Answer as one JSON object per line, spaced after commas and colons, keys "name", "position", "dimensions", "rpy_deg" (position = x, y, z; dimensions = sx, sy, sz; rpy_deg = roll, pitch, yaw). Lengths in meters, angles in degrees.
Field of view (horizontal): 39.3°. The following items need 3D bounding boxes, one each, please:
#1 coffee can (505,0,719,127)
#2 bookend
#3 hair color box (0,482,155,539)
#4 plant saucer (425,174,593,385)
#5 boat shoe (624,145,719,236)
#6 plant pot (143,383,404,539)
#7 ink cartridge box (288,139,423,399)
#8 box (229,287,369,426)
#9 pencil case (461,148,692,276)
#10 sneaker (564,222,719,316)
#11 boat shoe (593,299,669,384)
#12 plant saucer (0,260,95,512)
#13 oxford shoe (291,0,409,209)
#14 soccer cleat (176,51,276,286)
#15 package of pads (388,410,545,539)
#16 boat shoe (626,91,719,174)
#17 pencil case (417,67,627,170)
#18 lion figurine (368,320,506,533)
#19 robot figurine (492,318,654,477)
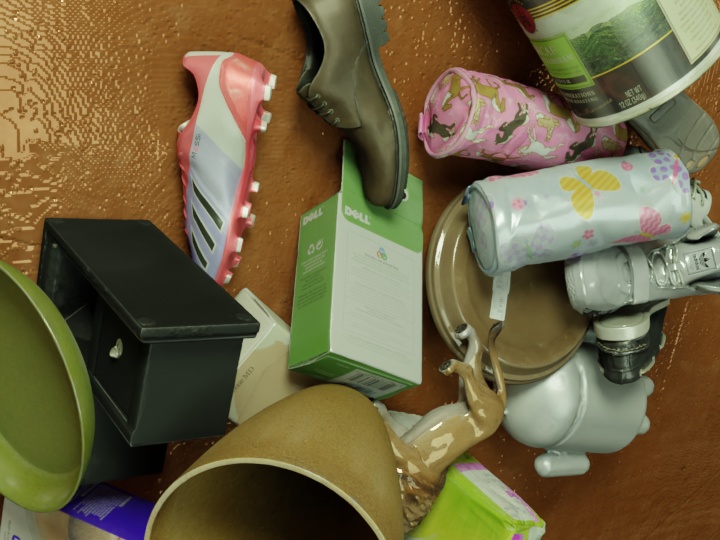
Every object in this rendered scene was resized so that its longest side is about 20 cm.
{"name": "coffee can", "position": [0.190, -0.242, 0.822], "dimensions": [0.146, 0.146, 0.201], "rpy_deg": [-40, 110, -6]}
{"name": "bookend", "position": [-0.177, 0.088, 0.762], "dimensions": [0.091, 0.198, 0.203], "rpy_deg": [-1, 114, -36]}
{"name": "hair color box", "position": [-0.203, 0.248, 0.837], "dimensions": [0.197, 0.065, 0.111], "rpy_deg": [18, 109, 12]}
{"name": "plant saucer", "position": [0.153, 0.008, 0.965], "dimensions": [0.197, 0.029, 0.204], "rpy_deg": [2, 85, -26]}
{"name": "boat shoe", "position": [0.329, -0.071, 1.046], "dimensions": [0.066, 0.074, 0.200], "rpy_deg": [-22, 142, 22]}
{"name": "plant pot", "position": [-0.043, 0.174, 0.774], "dimensions": [0.183, 0.200, 0.189], "rpy_deg": [4, 112, 11]}
{"name": "ink cartridge box", "position": [0.000, 0.000, 0.883], "dimensions": [0.103, 0.059, 0.203], "rpy_deg": [23, 58, -35]}
{"name": "box", "position": [-0.060, 0.117, 0.919], "dimensions": [0.095, 0.078, 0.200], "rpy_deg": [-48, 126, -2]}
{"name": "pencil case", "position": [0.193, -0.051, 0.896], "dimensions": [0.197, 0.084, 0.091], "rpy_deg": [-12, 153, -7]}
{"name": "sneaker", "position": [0.279, -0.005, 0.957], "dimensions": [0.198, 0.114, 0.076], "rpy_deg": [-6, 85, -49]}
{"name": "boat shoe", "position": [0.280, 0.063, 1.034], "dimensions": [0.073, 0.200, 0.061], "rpy_deg": [-3, 100, 19]}
{"name": "plant saucer", "position": [-0.254, 0.078, 0.737], "dimensions": [0.031, 0.198, 0.203], "rpy_deg": [-25, 126, -48]}
{"name": "oxford shoe", "position": [-0.013, -0.141, 0.835], "dimensions": [0.083, 0.073, 0.203], "rpy_deg": [-21, 109, -16]}
{"name": "soccer cleat", "position": [-0.120, -0.077, 0.816], "dimensions": [0.075, 0.067, 0.203], "rpy_deg": [14, 114, 0]}
{"name": "package of pads", "position": [0.069, 0.247, 0.976], "dimensions": [0.068, 0.199, 0.156], "rpy_deg": [16, 104, -45]}
{"name": "boat shoe", "position": [0.262, -0.176, 0.969], "dimensions": [0.074, 0.073, 0.201], "rpy_deg": [-38, 105, 2]}
{"name": "pencil case", "position": [0.149, -0.126, 0.919], "dimensions": [0.197, 0.083, 0.087], "rpy_deg": [9, 121, -32]}
{"name": "lion figurine", "position": [0.074, 0.145, 0.907], "dimensions": [0.199, 0.073, 0.123], "rpy_deg": [-35, 109, 2]}
{"name": "robot figurine", "position": [0.220, 0.132, 1.060], "dimensions": [0.198, 0.112, 0.173], "rpy_deg": [11, 81, -32]}
